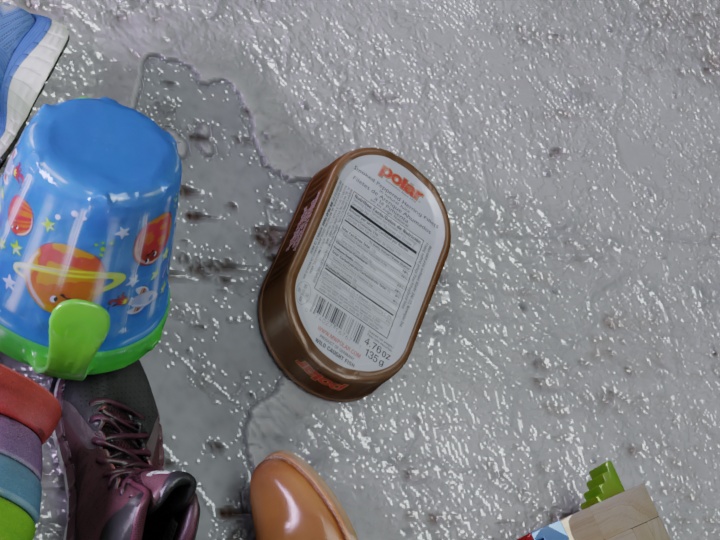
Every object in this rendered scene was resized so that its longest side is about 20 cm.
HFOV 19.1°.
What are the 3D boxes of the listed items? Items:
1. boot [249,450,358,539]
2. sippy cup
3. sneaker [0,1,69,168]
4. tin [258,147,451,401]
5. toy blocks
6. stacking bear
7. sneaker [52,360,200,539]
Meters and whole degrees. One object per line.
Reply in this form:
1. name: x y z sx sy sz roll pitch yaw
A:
1. boot: -0.072 0.213 1.312 0.154 0.074 0.201 -7 68 -34
2. sippy cup: -0.169 -0.029 1.302 0.139 0.131 0.178 -18 54 -39
3. sneaker: -0.257 -0.100 1.349 0.089 0.079 0.200 28 44 -12
4. tin: 0.000 0.000 1.499 0.112 0.042 0.201 37 50 -20
5. toy blocks: 0.162 0.242 1.460 0.136 0.100 0.201 -18 78 -29
6. stacking bear: -0.243 0.157 1.199 0.113 0.121 0.201 19 66 -18
7. sneaker: -0.131 0.118 1.287 0.075 0.115 0.201 12 61 -31
